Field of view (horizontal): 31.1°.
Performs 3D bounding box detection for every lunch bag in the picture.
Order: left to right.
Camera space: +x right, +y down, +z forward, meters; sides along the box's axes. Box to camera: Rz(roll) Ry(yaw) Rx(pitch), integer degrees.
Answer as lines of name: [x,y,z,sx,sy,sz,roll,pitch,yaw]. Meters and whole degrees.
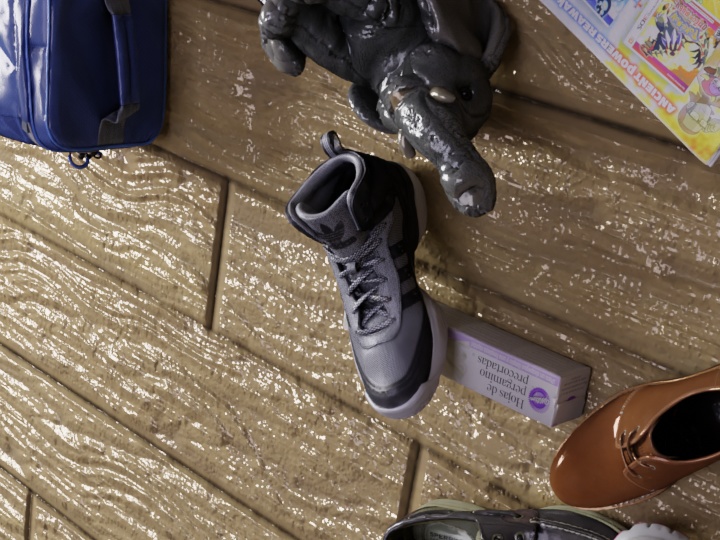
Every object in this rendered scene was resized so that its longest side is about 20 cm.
lunch bag: [-0.247,-0.189,1.120,0.132,0.136,0.201,12,107,41]

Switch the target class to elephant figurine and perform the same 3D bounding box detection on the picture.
elephant figurine: [0.036,-0.138,0.882,0.200,0.155,0.142,41,164,-1]

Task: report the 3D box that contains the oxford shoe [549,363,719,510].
oxford shoe: [0.185,0.107,0.825,0.200,0.071,0.072,-38,74,42]

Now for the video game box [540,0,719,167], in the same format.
video game box: [0.201,-0.195,0.764,0.200,0.047,0.182,51,126,24]

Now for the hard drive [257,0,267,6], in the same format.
hard drive: [-0.044,-0.302,0.979,0.140,0.033,0.200,52,128,23]

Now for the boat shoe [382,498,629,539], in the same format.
boat shoe: [0.103,0.204,0.921,0.200,0.066,0.072,0,96,42]

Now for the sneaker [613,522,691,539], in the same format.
sneaker: [0.232,0.223,0.780,0.199,0.088,0.082,12,107,27]

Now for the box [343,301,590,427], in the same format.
box: [0.072,0.056,0.938,0.200,0.041,0.039,23,113,37]

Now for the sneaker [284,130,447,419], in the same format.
sneaker: [0.000,0.000,0.904,0.075,0.114,0.201,-18,62,27]
